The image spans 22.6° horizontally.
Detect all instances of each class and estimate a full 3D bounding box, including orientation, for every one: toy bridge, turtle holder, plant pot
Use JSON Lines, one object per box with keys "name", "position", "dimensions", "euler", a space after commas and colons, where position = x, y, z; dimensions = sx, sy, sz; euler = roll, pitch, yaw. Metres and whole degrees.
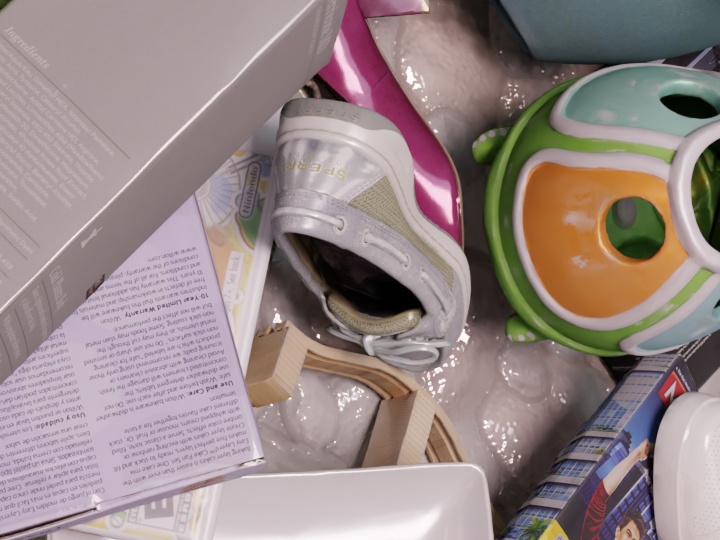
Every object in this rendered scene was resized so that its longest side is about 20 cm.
{"name": "toy bridge", "position": [0.018, 0.088, 0.890], "dimensions": [0.200, 0.027, 0.068], "euler": [44, 44, -30]}
{"name": "turtle holder", "position": [0.157, -0.028, 0.868], "dimensions": [0.184, 0.131, 0.142], "euler": [10, 80, -28]}
{"name": "plant pot", "position": [0.117, -0.183, 0.914], "dimensions": [0.134, 0.200, 0.201], "euler": [-33, 106, 6]}

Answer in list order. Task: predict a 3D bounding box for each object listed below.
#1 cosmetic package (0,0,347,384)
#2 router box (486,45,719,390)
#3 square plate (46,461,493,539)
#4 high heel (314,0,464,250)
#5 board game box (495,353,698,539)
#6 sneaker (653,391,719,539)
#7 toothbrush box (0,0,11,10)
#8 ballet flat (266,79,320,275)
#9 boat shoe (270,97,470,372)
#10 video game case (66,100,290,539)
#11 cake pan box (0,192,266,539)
{"name": "cosmetic package", "position": [-0.099, -0.058, 0.674], "dimensions": [0.200, 0.107, 0.090], "euler": [-43, 85, -13]}
{"name": "router box", "position": [0.185, -0.049, 1.002], "dimensions": [0.200, 0.052, 0.158], "euler": [-41, 106, -27]}
{"name": "square plate", "position": [-0.033, 0.185, 0.771], "dimensions": [0.198, 0.028, 0.200], "euler": [-1, 71, -14]}
{"name": "high heel", "position": [-0.007, -0.064, 0.892], "dimensions": [0.095, 0.067, 0.202], "euler": [-10, 90, -13]}
{"name": "board game box", "position": [0.154, 0.148, 0.943], "dimensions": [0.200, 0.061, 0.201], "euler": [-47, 123, -31]}
{"name": "sneaker", "position": [0.214, 0.156, 0.880], "dimensions": [0.073, 0.115, 0.201], "euler": [-29, 112, -36]}
{"name": "toothbrush box", "position": [-0.192, -0.153, 0.677], "dimensions": [0.086, 0.200, 0.147], "euler": [-10, 80, -31]}
{"name": "ballet flat", "position": [-0.066, -0.006, 0.831], "dimensions": [0.069, 0.071, 0.201], "euler": [27, 72, -30]}
{"name": "boat shoe", "position": [0.001, 0.000, 0.805], "dimensions": [0.202, 0.074, 0.065], "euler": [69, 35, -61]}
{"name": "video game case", "position": [-0.133, 0.005, 0.772], "dimensions": [0.180, 0.023, 0.202], "euler": [12, 78, -3]}
{"name": "cake pan box", "position": [-0.155, 0.019, 0.728], "dimensions": [0.198, 0.052, 0.186], "euler": [-16, 78, -11]}
